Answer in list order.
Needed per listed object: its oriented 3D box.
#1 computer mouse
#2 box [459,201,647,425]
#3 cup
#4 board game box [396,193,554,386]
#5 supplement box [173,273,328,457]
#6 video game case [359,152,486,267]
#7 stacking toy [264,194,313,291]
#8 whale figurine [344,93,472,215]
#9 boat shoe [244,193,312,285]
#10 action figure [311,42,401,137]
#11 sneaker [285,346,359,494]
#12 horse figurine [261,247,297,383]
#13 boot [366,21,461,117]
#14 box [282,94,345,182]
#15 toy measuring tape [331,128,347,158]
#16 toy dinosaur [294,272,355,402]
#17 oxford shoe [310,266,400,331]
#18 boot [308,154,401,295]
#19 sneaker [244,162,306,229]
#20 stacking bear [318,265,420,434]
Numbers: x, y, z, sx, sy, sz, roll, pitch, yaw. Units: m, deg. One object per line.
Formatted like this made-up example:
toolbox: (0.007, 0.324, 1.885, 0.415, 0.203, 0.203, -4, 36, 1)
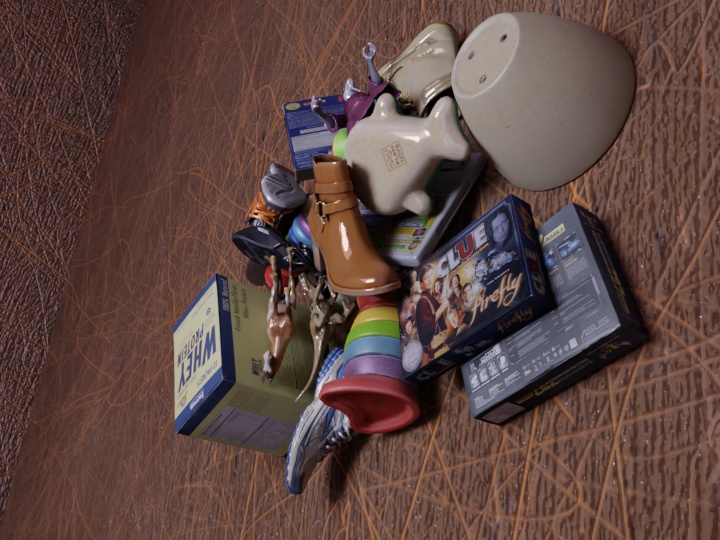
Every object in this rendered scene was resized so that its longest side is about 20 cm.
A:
computer mouse: (-0.114, -0.019, 1.131, 0.198, 0.141, 0.046, 13, 61, 44)
box: (0.186, 0.049, 0.739, 0.200, 0.051, 0.159, -42, 41, 35)
cup: (0.189, -0.213, 0.804, 0.200, 0.142, 0.203, -32, 47, 43)
board game box: (0.117, 0.026, 0.777, 0.200, 0.034, 0.137, -41, 39, 39)
supplement box: (-0.161, 0.146, 1.046, 0.134, 0.198, 0.201, -46, 39, 28)
video game case: (0.059, -0.085, 0.964, 0.199, 0.022, 0.183, 5, 56, 52)
stacking toy: (-0.103, -0.033, 1.188, 0.200, 0.085, 0.086, -51, 36, 35)
whale figurine: (0.069, -0.151, 0.884, 0.199, 0.103, 0.161, -22, 89, 49)
boat shoe: (-0.140, -0.057, 1.271, 0.200, 0.071, 0.076, -46, 18, 24)
action figure: (0.015, -0.236, 1.040, 0.134, 0.149, 0.200, -39, 28, 6)
sneaker: (-0.038, 0.206, 0.928, 0.077, 0.084, 0.202, 90, -158, -72)
horse figurine: (-0.115, 0.051, 0.993, 0.201, 0.049, 0.134, -104, 16, -64)
boot: (0.082, -0.257, 1.053, 0.200, 0.072, 0.157, -39, 44, 33)
box: (-0.068, -0.237, 1.222, 0.033, 0.119, 0.202, 85, 173, -48)
toy measuring tape: (-0.014, -0.156, 1.104, 0.073, 0.073, 0.203, -9, 73, 53)
toy dinosaur: (-0.052, 0.076, 0.960, 0.101, 0.057, 0.202, 124, 151, -45)
oxford shoe: (0.000, 0.000, 1.014, 0.201, 0.073, 0.071, -58, 34, 14)
boot: (-0.017, -0.060, 0.876, 0.199, 0.073, 0.157, 28, 124, 54)
sneaker: (-0.146, -0.101, 1.157, 0.113, 0.077, 0.200, -60, 10, 16)
stacking bear: (0.030, 0.088, 0.895, 0.112, 0.122, 0.202, -14, 48, 27)
